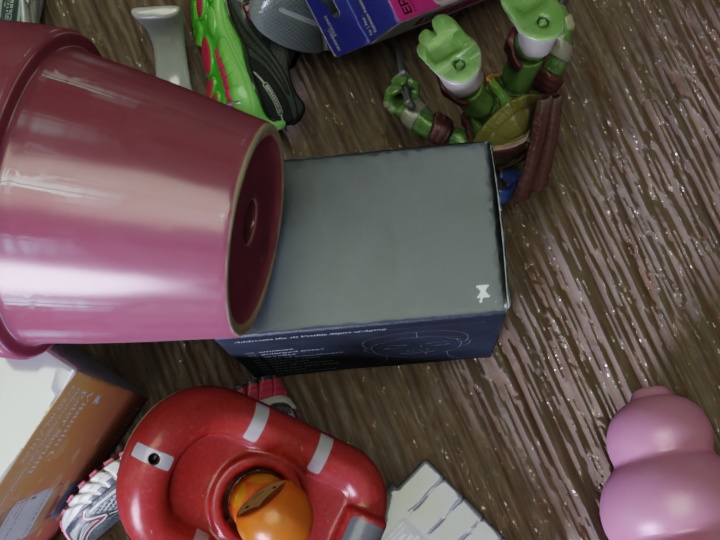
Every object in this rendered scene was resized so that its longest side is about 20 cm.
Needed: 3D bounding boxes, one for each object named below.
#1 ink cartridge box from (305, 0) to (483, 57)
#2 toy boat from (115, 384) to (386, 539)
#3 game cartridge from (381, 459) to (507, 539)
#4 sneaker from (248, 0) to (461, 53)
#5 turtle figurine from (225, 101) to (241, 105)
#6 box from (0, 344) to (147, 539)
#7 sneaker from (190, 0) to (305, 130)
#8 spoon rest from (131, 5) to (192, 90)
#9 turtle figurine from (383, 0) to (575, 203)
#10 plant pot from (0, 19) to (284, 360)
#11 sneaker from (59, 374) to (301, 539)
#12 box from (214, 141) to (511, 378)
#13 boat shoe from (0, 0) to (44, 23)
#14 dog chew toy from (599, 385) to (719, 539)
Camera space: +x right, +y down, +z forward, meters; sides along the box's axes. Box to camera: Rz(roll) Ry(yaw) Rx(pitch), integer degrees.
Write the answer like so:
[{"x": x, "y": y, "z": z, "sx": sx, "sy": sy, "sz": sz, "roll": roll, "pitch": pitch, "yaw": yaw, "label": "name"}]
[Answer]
[{"x": 0.043, "y": -0.241, "z": 0.922, "sx": 0.199, "sy": 0.037, "sz": 0.095, "roll": -27, "pitch": 88, "yaw": -26, "label": "ink cartridge box"}, {"x": -0.069, "y": 0.162, "z": 0.823, "sx": 0.199, "sy": 0.131, "sz": 0.131, "roll": 27, "pitch": 81, "yaw": -14, "label": "toy boat"}, {"x": 0.023, "y": 0.256, "z": 0.905, "sx": 0.200, "sy": 0.038, "sz": 0.130, "roll": -45, "pitch": 76, "yaw": -5, "label": "game cartridge"}, {"x": -0.006, "y": -0.231, "z": 0.965, "sx": 0.199, "sy": 0.071, "sz": 0.081, "roll": -16, "pitch": 63, "yaw": -28, "label": "sneaker"}, {"x": -0.171, "y": -0.051, "z": 0.894, "sx": 0.199, "sy": 0.150, "sz": 0.101, "roll": -24, "pitch": 107, "yaw": 14, "label": "turtle figurine"}, {"x": -0.257, "y": 0.117, "z": 0.861, "sx": 0.106, "sy": 0.200, "sz": 0.153, "roll": 31, "pitch": 83, "yaw": 9, "label": "box"}, {"x": -0.090, "y": -0.201, "z": 0.987, "sx": 0.083, "sy": 0.077, "sz": 0.201, "roll": 0, "pitch": 72, "yaw": -29, "label": "sneaker"}, {"x": -0.156, "y": -0.111, "z": 0.979, "sx": 0.099, "sy": 0.061, "sz": 0.202, "roll": -1, "pitch": 92, "yaw": 4, "label": "spoon rest"}, {"x": 0.088, "y": -0.163, "z": 0.900, "sx": 0.143, "sy": 0.194, "sz": 0.201, "roll": 6, "pitch": 77, "yaw": 7, "label": "turtle figurine"}, {"x": -0.146, "y": -0.038, "z": 0.710, "sx": 0.178, "sy": 0.200, "sz": 0.201, "roll": 10, "pitch": 80, "yaw": 9, "label": "plant pot"}, {"x": -0.135, "y": 0.156, "z": 0.909, "sx": 0.199, "sy": 0.081, "sz": 0.075, "roll": -29, "pitch": 81, "yaw": -3, "label": "sneaker"}, {"x": 0.000, "y": 0.000, "z": 0.870, "sx": 0.198, "sy": 0.197, "sz": 0.125, "roll": -5, "pitch": 79, "yaw": 2, "label": "box"}, {"x": -0.303, "y": -0.177, "z": 0.987, "sx": 0.073, "sy": 0.067, "sz": 0.201, "roll": -3, "pitch": 79, "yaw": 3, "label": "boat shoe"}, {"x": 0.229, "y": 0.184, "z": 0.866, "sx": 0.124, "sy": 0.125, "sz": 0.201, "roll": -9, "pitch": 71, "yaw": 2, "label": "dog chew toy"}]
